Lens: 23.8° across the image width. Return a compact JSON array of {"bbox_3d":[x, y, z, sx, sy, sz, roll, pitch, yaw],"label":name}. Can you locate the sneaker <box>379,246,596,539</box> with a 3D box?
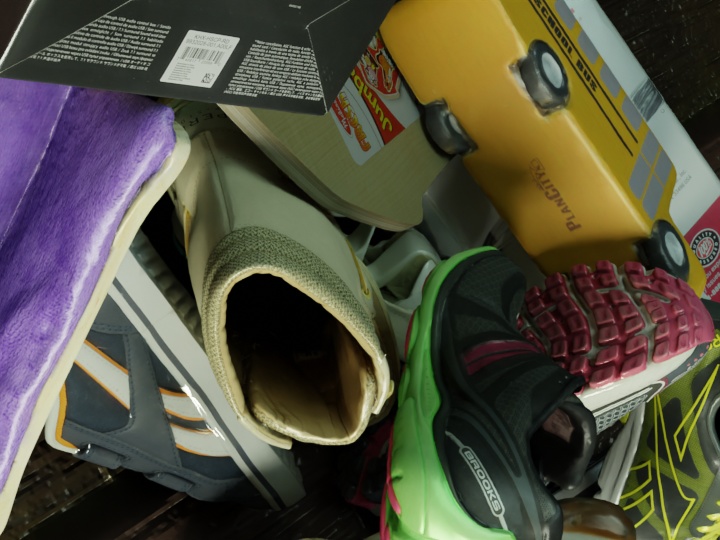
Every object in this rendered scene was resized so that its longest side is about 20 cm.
[{"bbox_3d":[0.056,0.061,0.718,0.083,0.077,0.200,9,34,2],"label":"sneaker"}]

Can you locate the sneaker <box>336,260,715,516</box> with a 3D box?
[{"bbox_3d":[0.083,0.064,0.809,0.075,0.200,0.081,38,36,-29],"label":"sneaker"}]

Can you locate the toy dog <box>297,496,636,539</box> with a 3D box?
[{"bbox_3d":[0.046,0.159,0.736,0.200,0.194,0.140,-3,60,-39],"label":"toy dog"}]

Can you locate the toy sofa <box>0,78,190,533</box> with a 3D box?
[{"bbox_3d":[-0.148,-0.003,0.602,0.083,0.200,0.098,10,28,-42],"label":"toy sofa"}]

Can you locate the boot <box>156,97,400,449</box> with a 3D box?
[{"bbox_3d":[-0.022,0.030,0.727,0.156,0.073,0.200,-114,179,-53],"label":"boot"}]

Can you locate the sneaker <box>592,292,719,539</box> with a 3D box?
[{"bbox_3d":[0.170,0.109,0.873,0.074,0.085,0.201,-17,115,-34],"label":"sneaker"}]

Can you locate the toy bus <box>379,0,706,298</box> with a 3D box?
[{"bbox_3d":[0.091,-0.063,0.813,0.200,0.065,0.078,52,35,-19],"label":"toy bus"}]

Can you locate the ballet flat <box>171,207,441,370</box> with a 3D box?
[{"bbox_3d":[0.000,0.000,0.845,0.200,0.069,0.070,26,54,-35],"label":"ballet flat"}]

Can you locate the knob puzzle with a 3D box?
[{"bbox_3d":[-0.030,-0.103,0.740,0.220,0.030,0.220,42,36,-42],"label":"knob puzzle"}]

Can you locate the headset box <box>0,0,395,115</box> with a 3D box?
[{"bbox_3d":[-0.097,-0.148,0.591,0.148,0.075,0.200,2,40,-48],"label":"headset box"}]

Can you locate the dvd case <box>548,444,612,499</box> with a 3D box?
[{"bbox_3d":[0.133,0.187,0.924,0.200,0.025,0.151,-23,88,-47],"label":"dvd case"}]

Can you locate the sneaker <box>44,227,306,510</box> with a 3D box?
[{"bbox_3d":[-0.096,0.048,0.735,0.200,0.079,0.078,57,2,-40],"label":"sneaker"}]

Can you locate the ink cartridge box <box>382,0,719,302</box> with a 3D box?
[{"bbox_3d":[0.100,-0.038,0.914,0.145,0.083,0.200,-45,109,-18],"label":"ink cartridge box"}]
